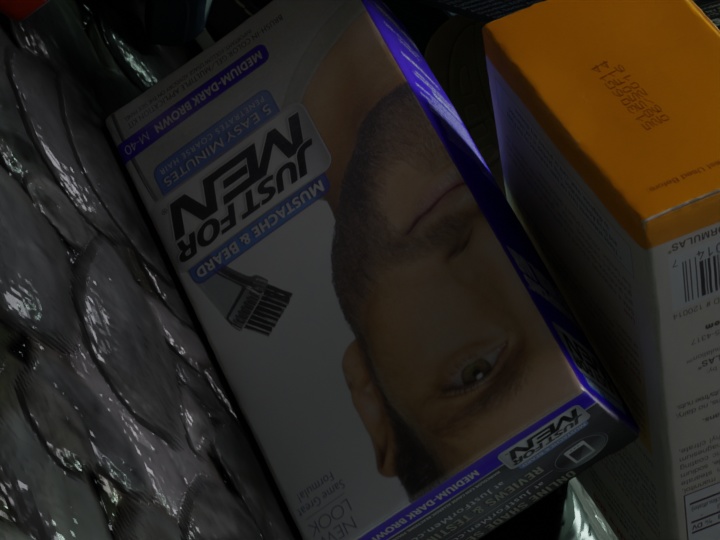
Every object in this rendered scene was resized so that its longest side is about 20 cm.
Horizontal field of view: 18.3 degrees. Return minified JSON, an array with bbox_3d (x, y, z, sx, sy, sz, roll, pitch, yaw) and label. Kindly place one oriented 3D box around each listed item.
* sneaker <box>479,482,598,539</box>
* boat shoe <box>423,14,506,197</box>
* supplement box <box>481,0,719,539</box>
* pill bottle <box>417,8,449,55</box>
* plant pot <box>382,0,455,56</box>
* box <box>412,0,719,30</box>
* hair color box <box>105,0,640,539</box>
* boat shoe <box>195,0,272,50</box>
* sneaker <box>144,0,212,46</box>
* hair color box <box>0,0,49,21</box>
[{"bbox_3d":[0.089,0.149,0.885,0.104,0.060,0.200,38,25,-61],"label":"sneaker"},{"bbox_3d":[0.094,-0.021,0.945,0.200,0.074,0.066,55,-5,4],"label":"boat shoe"},{"bbox_3d":[0.110,0.011,0.793,0.126,0.073,0.200,-122,-165,-46],"label":"supplement box"},{"bbox_3d":[0.047,-0.097,1.259,0.113,0.112,0.200,62,12,29],"label":"pill bottle"},{"bbox_3d":[0.071,-0.179,1.093,0.141,0.200,0.141,44,-20,-20],"label":"plant pot"},{"bbox_3d":[0.071,-0.179,0.855,0.200,0.107,0.149,9,75,-42],"label":"box"},{"bbox_3d":[0.000,0.000,0.786,0.200,0.109,0.065,61,12,28],"label":"hair color box"},{"bbox_3d":[-0.029,-0.095,1.063,0.200,0.060,0.074,55,12,-5],"label":"boat shoe"},{"bbox_3d":[-0.035,-0.177,0.928,0.082,0.200,0.070,13,29,-14],"label":"sneaker"},{"bbox_3d":[-0.077,-0.192,0.768,0.111,0.200,0.064,60,12,24],"label":"hair color box"}]
